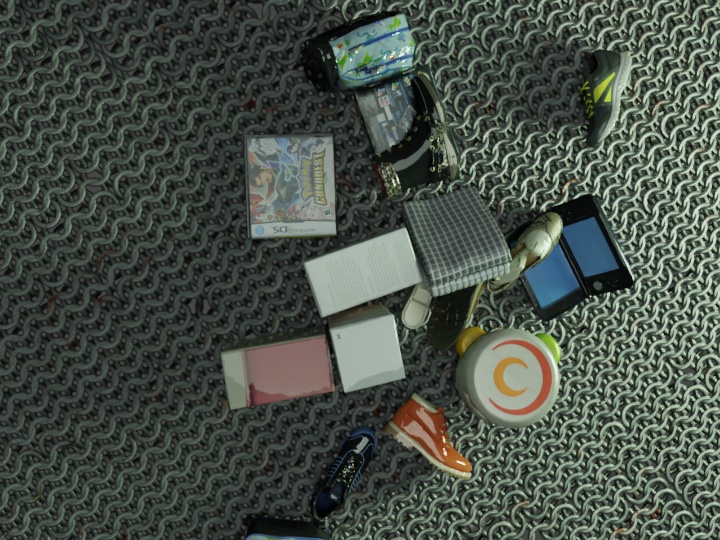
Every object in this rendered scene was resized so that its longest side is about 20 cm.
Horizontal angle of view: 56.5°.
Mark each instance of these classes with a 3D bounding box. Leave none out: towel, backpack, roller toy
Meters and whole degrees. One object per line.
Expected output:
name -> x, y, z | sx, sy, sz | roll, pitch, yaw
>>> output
towel -> 0.174, -0.064, 1.263 | 0.163, 0.086, 0.202 | -19, 54, -2
backpack -> -0.148, 0.599, 1.287 | 0.180, 0.147, 0.204 | 5, 95, -2
backpack -> 0.004, -0.410, 1.256 | 0.199, 0.163, 0.155 | -38, 103, -8
roller toy -> 0.279, 0.208, 1.305 | 0.197, 0.140, 0.186 | 8, 81, -2

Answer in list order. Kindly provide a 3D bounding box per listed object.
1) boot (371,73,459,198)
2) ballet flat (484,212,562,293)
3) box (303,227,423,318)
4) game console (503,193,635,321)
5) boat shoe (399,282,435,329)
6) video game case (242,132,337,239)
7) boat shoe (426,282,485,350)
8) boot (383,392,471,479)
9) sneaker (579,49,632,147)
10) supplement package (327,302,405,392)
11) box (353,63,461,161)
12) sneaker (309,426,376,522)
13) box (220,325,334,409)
boot -> 0.088, -0.249, 1.255 | 0.152, 0.073, 0.206 | -20, 95, -1
ballet flat -> 0.316, -0.025, 1.295 | 0.068, 0.075, 0.200 | 42, 113, -2
box -> 0.000, 0.000, 1.266 | 0.197, 0.152, 0.108 | -19, 94, -2
game console -> 0.407, -0.021, 1.316 | 0.118, 0.170, 0.202 | -32, 96, -34
boat shoe -> 0.133, 0.024, 1.333 | 0.066, 0.057, 0.202 | 31, 85, -7
video game case -> -0.136, -0.165, 1.311 | 0.178, 0.026, 0.204 | -2, 93, -4
boat shoe -> 0.199, 0.065, 1.319 | 0.075, 0.074, 0.202 | 30, 99, 25
boot -> 0.156, 0.332, 1.337 | 0.199, 0.075, 0.108 | 37, 85, -4
sneaker -> 0.471, -0.344, 1.334 | 0.083, 0.074, 0.203 | 17, 83, 1
supplement package -> 0.006, 0.138, 1.249 | 0.115, 0.200, 0.119 | -12, 94, -3
box -> 0.091, -0.280, 1.313 | 0.157, 0.046, 0.203 | -21, 94, -3
sneaker -> -0.031, 0.406, 1.320 | 0.070, 0.078, 0.201 | 33, 90, -5
box -> -0.154, 0.181, 1.275 | 0.197, 0.128, 0.111 | -10, 94, -3
